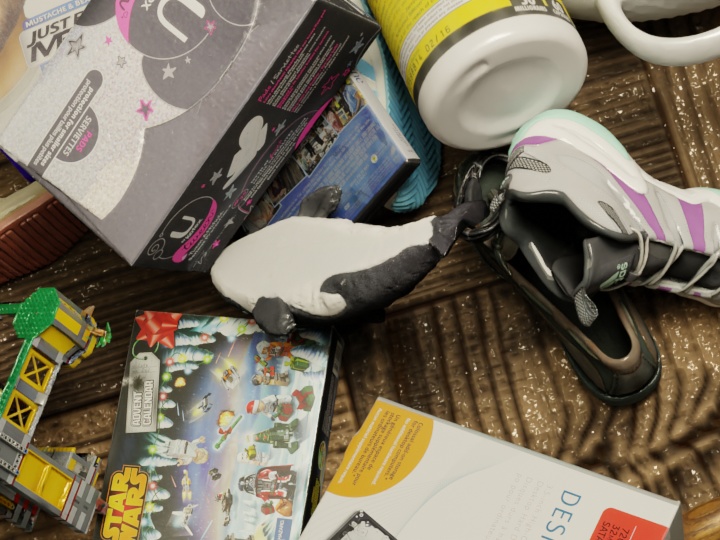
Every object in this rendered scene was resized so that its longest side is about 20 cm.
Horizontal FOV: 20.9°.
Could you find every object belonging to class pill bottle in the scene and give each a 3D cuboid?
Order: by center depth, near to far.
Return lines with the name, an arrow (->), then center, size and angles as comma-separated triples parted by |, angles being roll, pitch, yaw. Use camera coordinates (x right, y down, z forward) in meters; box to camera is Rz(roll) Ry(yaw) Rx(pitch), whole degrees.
pill bottle -> 0.059, -0.185, 1.251 | 0.111, 0.111, 0.200 | -25, 58, 1

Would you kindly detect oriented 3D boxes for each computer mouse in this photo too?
computer mouse -> 0.072, -0.103, 1.278 | 0.058, 0.034, 0.200 | -12, 51, 10

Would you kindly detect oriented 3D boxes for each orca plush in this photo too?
orca plush -> 0.000, 0.000, 1.231 | 0.200, 0.071, 0.105 | -23, 46, 29

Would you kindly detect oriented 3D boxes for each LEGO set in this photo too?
LEGO set -> -0.231, 0.097, 1.253 | 0.200, 0.116, 0.154 | -12, 52, 33

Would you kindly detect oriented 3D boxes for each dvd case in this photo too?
dvd case -> -0.056, -0.099, 1.299 | 0.143, 0.018, 0.200 | -48, 63, 31

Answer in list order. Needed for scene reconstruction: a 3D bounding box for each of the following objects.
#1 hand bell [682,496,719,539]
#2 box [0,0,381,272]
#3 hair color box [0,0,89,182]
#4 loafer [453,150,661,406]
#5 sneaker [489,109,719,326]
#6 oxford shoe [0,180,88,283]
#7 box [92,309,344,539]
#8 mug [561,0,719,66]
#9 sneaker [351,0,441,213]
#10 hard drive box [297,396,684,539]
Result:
hand bell -> 0.260, 0.129, 1.167 | 0.200, 0.104, 0.104 | -32, 66, 12
box -> -0.108, -0.117, 1.216 | 0.132, 0.115, 0.200 | 40, 100, 17
hair color box -> -0.218, -0.174, 1.367 | 0.109, 0.065, 0.200 | -23, 60, 5
loafer -> 0.125, -0.007, 1.243 | 0.072, 0.063, 0.200 | -35, 67, -2
sneaker -> 0.166, -0.005, 1.181 | 0.200, 0.078, 0.140 | 27, 38, 3
oxford shoe -> -0.260, -0.029, 1.327 | 0.200, 0.071, 0.074 | -32, 62, -2
box -> -0.093, 0.129, 1.249 | 0.136, 0.040, 0.201 | 3, 71, 14
mug -> 0.202, -0.217, 1.257 | 0.175, 0.148, 0.200 | -18, 57, 7
sneaker -> -0.006, -0.123, 1.316 | 0.081, 0.076, 0.200 | -27, 66, 21
hard drive box -> 0.069, 0.183, 1.144 | 0.199, 0.077, 0.156 | 17, 60, 23
